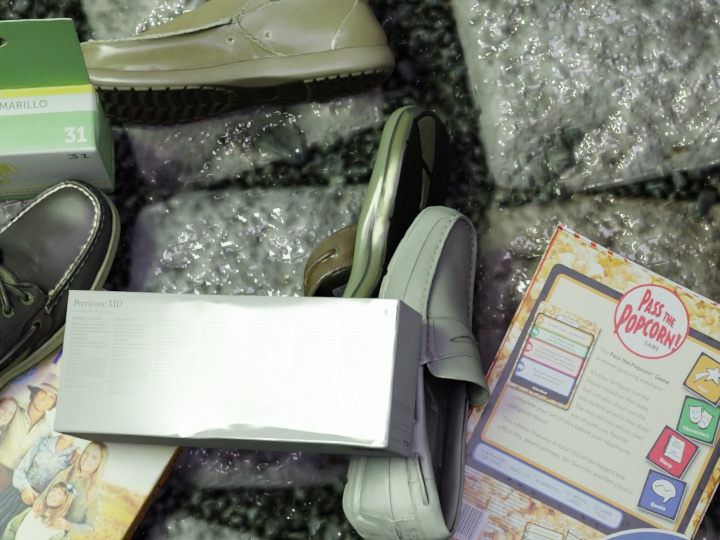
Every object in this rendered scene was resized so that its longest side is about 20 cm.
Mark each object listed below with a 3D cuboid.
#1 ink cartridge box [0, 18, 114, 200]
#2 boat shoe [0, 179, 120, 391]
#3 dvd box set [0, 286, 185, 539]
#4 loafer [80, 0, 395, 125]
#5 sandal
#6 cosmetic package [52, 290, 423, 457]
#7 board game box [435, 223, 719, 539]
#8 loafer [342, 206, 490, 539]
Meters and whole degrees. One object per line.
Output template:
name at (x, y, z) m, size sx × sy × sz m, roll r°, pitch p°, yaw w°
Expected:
ink cartridge box at (-0.219, -0.084, 1.268) m, size 0.145 × 0.200 × 0.048 m, roll -4°, pitch 78°, yaw -2°
boat shoe at (-0.213, 0.027, 1.284) m, size 0.073 × 0.065 × 0.200 m, roll 35°, pitch 80°, yaw 15°
dvd box set at (-0.186, 0.105, 1.317) m, size 0.146 × 0.029 × 0.201 m, roll 31°, pitch 80°, yaw 6°
loafer at (-0.081, -0.132, 1.349) m, size 0.199 × 0.076 × 0.068 m, roll -5°, pitch 76°, yaw -11°
sandal at (0.001, 0.000, 1.330) m, size 0.057 × 0.080 × 0.202 m, roll 10°, pitch 75°, yaw 29°
cosmetic package at (-0.068, 0.057, 1.256) m, size 0.199 × 0.051 × 0.083 m, roll 2°, pitch 80°, yaw 20°
board game box at (0.138, 0.096, 1.317) m, size 0.151 × 0.046 × 0.201 m, roll 27°, pitch 80°, yaw 4°
loafer at (0.044, 0.060, 1.281) m, size 0.069 × 0.070 × 0.201 m, roll -1°, pitch 72°, yaw 34°
